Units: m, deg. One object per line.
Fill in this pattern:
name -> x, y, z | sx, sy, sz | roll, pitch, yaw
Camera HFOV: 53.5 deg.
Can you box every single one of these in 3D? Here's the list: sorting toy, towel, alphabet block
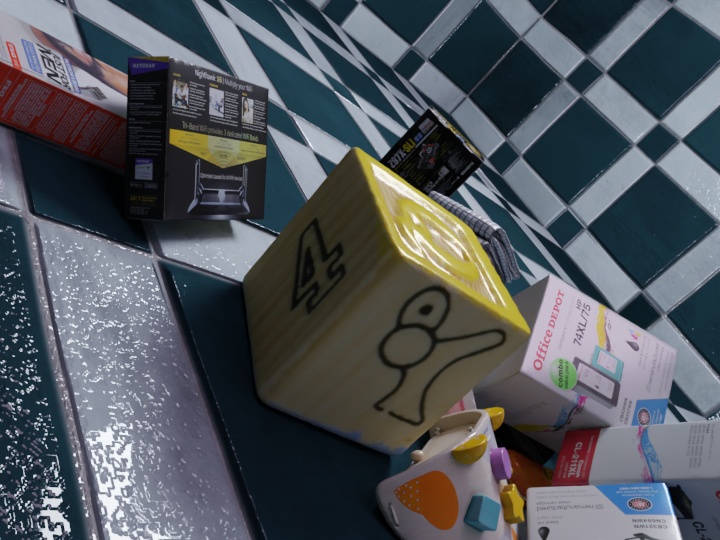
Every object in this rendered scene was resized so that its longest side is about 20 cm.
sorting toy -> 0.122, 0.249, 0.722 | 0.181, 0.106, 0.200 | 66, 21, 3
towel -> 0.194, -0.040, 1.331 | 0.165, 0.086, 0.200 | 32, -13, 35
alphabet block -> 0.016, 0.035, 0.732 | 0.195, 0.200, 0.197 | 30, 24, -34

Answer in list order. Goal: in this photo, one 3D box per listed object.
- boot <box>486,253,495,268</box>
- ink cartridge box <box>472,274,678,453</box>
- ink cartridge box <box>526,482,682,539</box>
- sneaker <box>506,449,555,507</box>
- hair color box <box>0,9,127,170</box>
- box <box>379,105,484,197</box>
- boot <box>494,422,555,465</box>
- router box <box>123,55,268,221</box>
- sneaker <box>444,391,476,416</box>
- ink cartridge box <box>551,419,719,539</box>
boot -> 0.157, 0.071, 0.989 | 0.200, 0.068, 0.190 | -18, 100, -62
ink cartridge box -> 0.265, 0.133, 0.913 | 0.199, 0.146, 0.147 | 29, 61, -7
ink cartridge box -> 0.233, 0.301, 0.668 | 0.200, 0.145, 0.085 | -68, 149, -62
sneaker -> 0.258, 0.284, 0.918 | 0.200, 0.077, 0.073 | 38, 22, -15
hair color box -> -0.301, -0.181, 0.740 | 0.200, 0.064, 0.111 | 22, 29, -52
box -> 0.133, -0.212, 1.485 | 0.160, 0.200, 0.049 | 44, 21, -1
boot -> 0.261, 0.163, 1.016 | 0.165, 0.199, 0.066 | 56, -25, 4
router box -> -0.171, -0.134, 0.780 | 0.052, 0.159, 0.200 | 6, 6, 21
sneaker -> 0.084, 0.145, 0.872 | 0.075, 0.104, 0.202 | 61, 16, -84
ink cartridge box -> 0.339, 0.249, 0.792 | 0.146, 0.199, 0.083 | 55, 45, -20
